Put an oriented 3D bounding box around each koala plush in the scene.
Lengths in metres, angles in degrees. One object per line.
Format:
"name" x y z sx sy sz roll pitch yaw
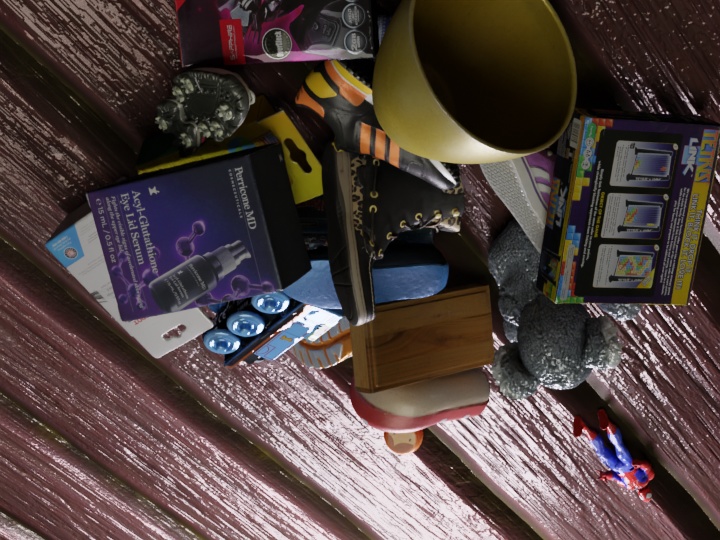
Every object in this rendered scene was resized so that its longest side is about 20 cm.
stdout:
"koala plush" 0.224 0.055 1.399 0.176 0.201 0.184 -17 132 23

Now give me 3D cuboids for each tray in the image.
"tray" 0.077 0.079 1.445 0.198 0.100 0.037 -9 -173 -37

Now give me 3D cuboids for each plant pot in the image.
"plant pot" 0.089 -0.185 1.172 0.199 0.202 0.142 30 150 -23

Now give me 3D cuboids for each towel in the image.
"towel" 0.065 -0.207 1.279 0.197 0.024 0.146 5 135 -1

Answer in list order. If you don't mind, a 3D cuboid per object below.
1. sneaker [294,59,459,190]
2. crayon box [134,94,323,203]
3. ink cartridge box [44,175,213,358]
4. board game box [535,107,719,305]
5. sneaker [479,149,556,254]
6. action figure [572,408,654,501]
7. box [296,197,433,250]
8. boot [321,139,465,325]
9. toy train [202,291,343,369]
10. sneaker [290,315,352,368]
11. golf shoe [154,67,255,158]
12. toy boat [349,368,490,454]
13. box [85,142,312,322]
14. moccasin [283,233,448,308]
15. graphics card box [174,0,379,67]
"sneaker" 0.018 -0.146 1.273 0.090 0.070 0.200 -36 117 27
"crayon box" -0.138 -0.118 1.368 0.198 0.051 0.127 -16 132 23
"ink cartridge box" -0.268 -0.001 1.465 0.115 0.067 0.200 -28 114 31
"board game box" 0.283 -0.067 1.280 0.163 0.057 0.202 2 108 -18
"sneaker" 0.206 -0.112 1.323 0.201 0.114 0.072 54 164 -25
"action figure" 0.371 0.274 1.725 0.065 0.052 0.200 -25 131 24
"box" -0.010 -0.027 1.458 0.197 0.038 0.137 2 136 5
"boot" 0.039 -0.047 1.320 0.149 0.202 0.073 -5 172 -19
"toy train" -0.110 0.053 1.468 0.114 0.087 0.200 26 135 -28
"sneaker" -0.013 0.076 1.542 0.198 0.077 0.079 -9 97 38
"golf shoe" -0.147 -0.178 1.234 0.078 0.088 0.200 57 158 -11
"toy boat" 0.067 0.175 1.536 0.199 0.130 0.132 -1 116 -51
"box" -0.171 -0.042 1.297 0.198 0.104 0.150 -12 99 19
"moccasin" 0.000 0.000 1.388 0.198 0.069 0.081 3 128 -14
"graphics card box" -0.083 -0.266 1.174 0.197 0.051 0.127 -1 107 7
